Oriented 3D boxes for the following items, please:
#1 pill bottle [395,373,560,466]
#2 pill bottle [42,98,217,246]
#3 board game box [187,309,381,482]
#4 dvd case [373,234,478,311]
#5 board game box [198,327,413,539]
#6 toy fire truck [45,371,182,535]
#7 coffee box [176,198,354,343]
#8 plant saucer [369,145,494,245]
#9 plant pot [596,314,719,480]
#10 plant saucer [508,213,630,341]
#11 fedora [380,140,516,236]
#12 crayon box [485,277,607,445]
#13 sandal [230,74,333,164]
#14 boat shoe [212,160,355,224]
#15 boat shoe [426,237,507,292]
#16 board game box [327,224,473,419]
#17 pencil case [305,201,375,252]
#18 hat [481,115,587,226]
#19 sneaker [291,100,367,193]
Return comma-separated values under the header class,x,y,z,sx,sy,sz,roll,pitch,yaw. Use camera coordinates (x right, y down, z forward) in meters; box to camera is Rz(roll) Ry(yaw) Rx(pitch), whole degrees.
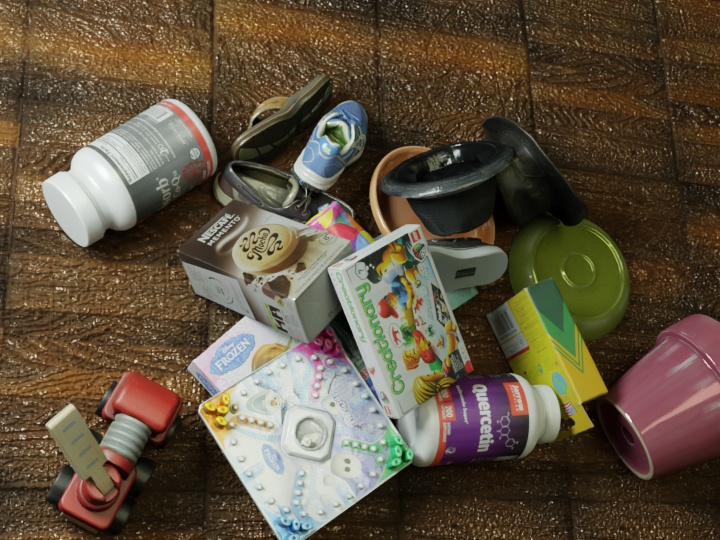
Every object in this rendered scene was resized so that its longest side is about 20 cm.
class,x,y,z,sx,sy,sz,roll,pitch,yaw
pill bottle,0.153,0.191,1.432,0.200,0.112,0.113,-2,71,-19
pill bottle,-0.289,-0.121,1.390,0.200,0.116,0.116,-37,86,-27
board game box,-0.076,0.130,1.390,0.200,0.041,0.200,47,63,2
dvd case,0.048,0.022,1.511,0.200,0.022,0.146,-30,83,-26
board game box,-0.061,0.196,1.334,0.200,0.026,0.200,-31,84,-25
toy fire truck,-0.278,0.186,1.231,0.129,0.200,0.176,30,63,-7
coffee box,-0.112,-0.003,1.368,0.200,0.080,0.113,20,53,34
plant saucer,0.095,-0.078,1.533,0.200,0.037,0.201,15,58,-26
plant pot,0.430,0.185,1.504,0.179,0.200,0.200,-28,81,-10
plant saucer,0.312,0.003,1.608,0.200,0.031,0.200,7,68,-18
fedora,0.123,-0.102,1.455,0.200,0.200,0.092,-25,111,-26
crayon box,0.255,0.124,1.489,0.051,0.127,0.200,-19,79,-25
sandal,-0.113,-0.211,1.512,0.055,0.082,0.200,34,61,16
boat shoe,-0.096,-0.094,1.477,0.200,0.065,0.072,20,64,-12
boat shoe,0.103,-0.015,1.438,0.200,0.070,0.066,-9,33,-36
board game box,0.051,0.061,1.333,0.126,0.035,0.200,-30,107,-28
pencil case,0.000,0.000,1.436,0.200,0.088,0.088,46,62,-5
hat,0.219,-0.118,1.549,0.081,0.201,0.201,-43,89,-9
sneaker,-0.025,-0.182,1.507,0.076,0.077,0.200,31,38,-6
